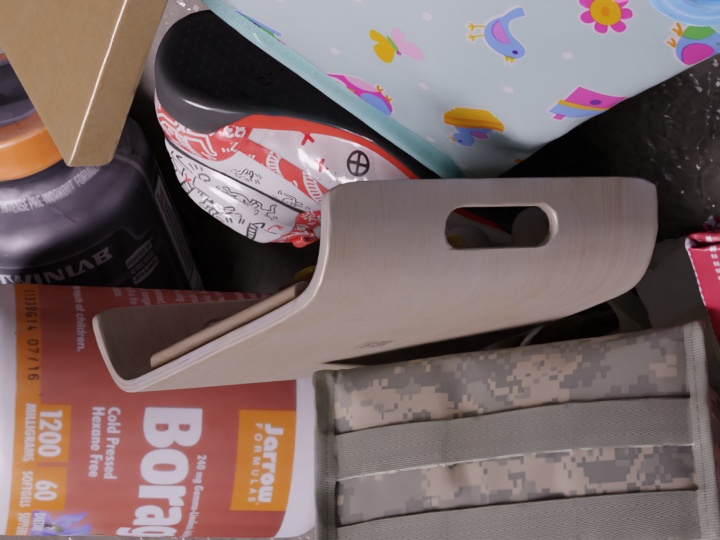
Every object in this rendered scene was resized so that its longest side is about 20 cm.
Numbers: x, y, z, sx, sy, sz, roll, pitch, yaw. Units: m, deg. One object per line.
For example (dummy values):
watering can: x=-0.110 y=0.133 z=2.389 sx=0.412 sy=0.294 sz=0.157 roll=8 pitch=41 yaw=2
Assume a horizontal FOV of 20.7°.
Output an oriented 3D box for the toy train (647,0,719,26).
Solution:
toy train: x=0.153 y=-0.131 z=0.563 sx=0.199 sy=0.087 sz=0.115 roll=4 pitch=128 yaw=-12

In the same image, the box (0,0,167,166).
box: x=-0.095 y=-0.163 z=0.688 sx=0.164 sy=0.021 sz=0.201 roll=57 pitch=134 yaw=38

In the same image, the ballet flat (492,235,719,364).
ballet flat: x=0.127 y=0.023 z=0.854 sx=0.069 sy=0.070 sz=0.200 roll=42 pitch=142 yaw=-15

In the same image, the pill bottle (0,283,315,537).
pill bottle: x=-0.073 y=0.065 z=0.895 sx=0.199 sy=0.113 sz=0.112 roll=2 pitch=145 yaw=-12

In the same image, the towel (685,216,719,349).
towel: x=0.234 y=0.031 z=0.735 sx=0.199 sy=0.023 sz=0.145 roll=-3 pitch=131 yaw=29

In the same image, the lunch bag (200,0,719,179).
lunch bag: x=0.025 y=-0.143 z=0.683 sx=0.200 sy=0.122 sz=0.170 roll=38 pitch=144 yaw=-17

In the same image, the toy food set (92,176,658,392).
toy food set: x=0.000 y=0.000 z=0.770 sx=0.143 sy=0.061 sz=0.200 roll=-2 pitch=166 yaw=-32

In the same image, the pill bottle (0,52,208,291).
pill bottle: x=-0.139 y=-0.010 z=0.963 sx=0.106 sy=0.106 sz=0.201 roll=9 pitch=138 yaw=27

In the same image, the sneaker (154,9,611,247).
sneaker: x=0.007 y=-0.045 z=0.861 sx=0.200 sy=0.067 sz=0.108 roll=18 pitch=156 yaw=5

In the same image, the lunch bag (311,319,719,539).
lunch bag: x=0.067 y=0.136 z=0.763 sx=0.163 sy=0.201 sz=0.118 roll=-8 pitch=154 yaw=16
